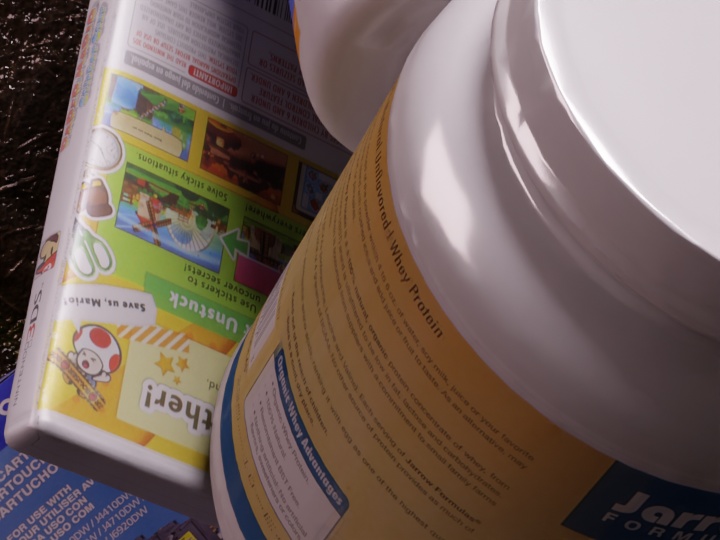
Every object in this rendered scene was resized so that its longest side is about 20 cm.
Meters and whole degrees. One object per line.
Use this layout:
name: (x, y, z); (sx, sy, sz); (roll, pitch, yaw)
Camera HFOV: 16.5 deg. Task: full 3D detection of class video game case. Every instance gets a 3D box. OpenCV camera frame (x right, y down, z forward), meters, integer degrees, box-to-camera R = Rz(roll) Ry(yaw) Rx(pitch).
video game case: (0.000, 0.000, 0.730); (0.023, 0.200, 0.182); (-28, 46, 47)

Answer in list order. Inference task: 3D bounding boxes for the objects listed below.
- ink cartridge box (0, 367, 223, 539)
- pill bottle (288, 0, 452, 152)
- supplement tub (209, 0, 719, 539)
ink cartridge box: (-0.057, 0.108, 0.775); (0.076, 0.137, 0.200); (-37, 52, -9)
pill bottle: (0.027, -0.134, 0.688); (0.112, 0.112, 0.200); (123, 145, -50)
supplement tub: (0.057, 0.013, 0.600); (0.200, 0.144, 0.145); (122, 163, -50)
